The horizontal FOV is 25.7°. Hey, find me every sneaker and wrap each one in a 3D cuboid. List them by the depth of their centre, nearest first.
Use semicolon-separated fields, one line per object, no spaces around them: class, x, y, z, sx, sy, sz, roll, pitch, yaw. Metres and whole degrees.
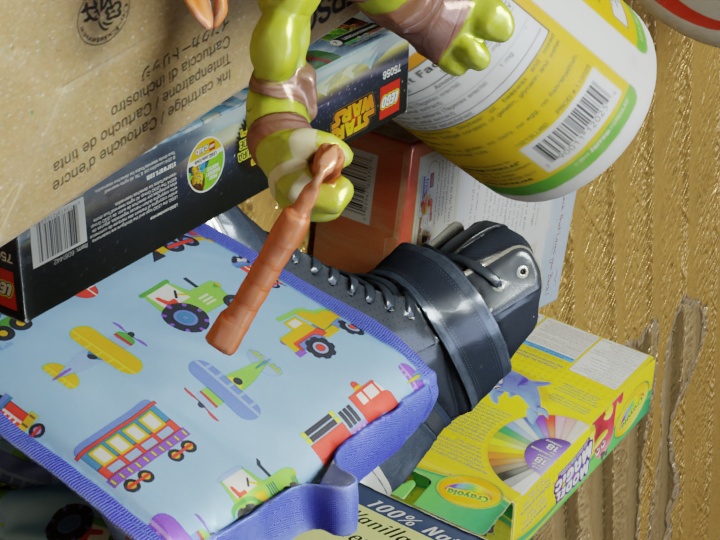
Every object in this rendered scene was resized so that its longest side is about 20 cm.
sneaker;-0.001;0.000;0.731;0.146;0.077;0.203;-40;123;-13

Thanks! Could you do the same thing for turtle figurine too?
turtle figurine;-0.003;-0.085;0.421;0.161;0.064;0.201;-14;115;-64

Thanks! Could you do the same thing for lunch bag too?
lunch bag;-0.080;0.043;0.564;0.150;0.199;0.094;-30;131;-48

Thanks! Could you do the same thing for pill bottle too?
pill bottle;0.036;-0.121;0.714;0.200;0.111;0.111;31;80;-39

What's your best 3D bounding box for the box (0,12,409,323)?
box;-0.093;-0.056;0.548;0.200;0.137;0.040;-33;134;-46

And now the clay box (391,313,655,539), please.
clay box;0.079;0.096;0.942;0.200;0.115;0.048;-37;137;-43

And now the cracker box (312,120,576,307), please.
cracker box;0.052;-0.029;0.881;0.200;0.058;0.135;-20;124;-52

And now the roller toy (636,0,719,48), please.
roller toy;0.237;-0.229;0.936;0.140;0.200;0.183;-46;156;-34

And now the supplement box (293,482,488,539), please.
supplement box;-0.073;0.169;0.649;0.200;0.199;0.135;-18;123;-55

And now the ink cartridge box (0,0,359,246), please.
ink cartridge box;-0.105;-0.103;0.473;0.200;0.164;0.075;-39;140;-41
